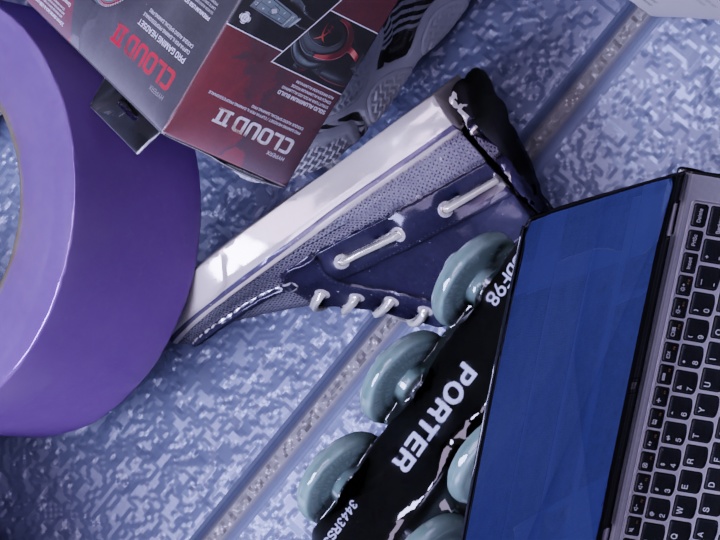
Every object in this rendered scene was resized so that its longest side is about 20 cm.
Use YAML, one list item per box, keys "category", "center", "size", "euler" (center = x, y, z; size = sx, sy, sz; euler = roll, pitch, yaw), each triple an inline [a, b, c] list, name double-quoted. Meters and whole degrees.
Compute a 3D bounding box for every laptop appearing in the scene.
- category: "laptop"
  center: [0.142, 0.066, 1.156]
  size: [0.199, 0.116, 0.188]
  euler: [9, 108, -3]

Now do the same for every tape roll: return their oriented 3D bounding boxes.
- category: "tape roll"
  center: [-0.174, -0.024, 1.323]
  size: [0.199, 0.085, 0.201]
  euler: [-5, 82, 40]

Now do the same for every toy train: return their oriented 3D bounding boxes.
- category: "toy train"
  center: [0.054, 0.069, 1.248]
  size: [0.085, 0.114, 0.200]
  euler: [40, 101, 30]

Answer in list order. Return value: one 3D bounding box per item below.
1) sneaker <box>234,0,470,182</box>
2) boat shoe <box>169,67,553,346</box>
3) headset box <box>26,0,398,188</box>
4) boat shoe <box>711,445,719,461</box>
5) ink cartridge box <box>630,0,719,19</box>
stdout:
- category: "sneaker"
  center: [-0.020, -0.135, 1.304]
  size: [0.115, 0.075, 0.200]
  euler: [34, 73, 22]
- category: "boat shoe"
  center: [0.000, 0.000, 1.308]
  size: [0.200, 0.075, 0.093]
  euler: [-35, 93, 24]
- category: "headset box"
  center: [-0.050, -0.142, 1.215]
  size: [0.200, 0.075, 0.149]
  euler: [-58, 40, 11]
- category: "boat shoe"
  center: [0.230, 0.021, 1.234]
  size: [0.200, 0.059, 0.072]
  euler: [-38, 76, 12]
- category: "ink cartridge box"
  center: [0.212, -0.175, 1.221]
  size: [0.199, 0.125, 0.129]
  euler: [4, 87, 19]
